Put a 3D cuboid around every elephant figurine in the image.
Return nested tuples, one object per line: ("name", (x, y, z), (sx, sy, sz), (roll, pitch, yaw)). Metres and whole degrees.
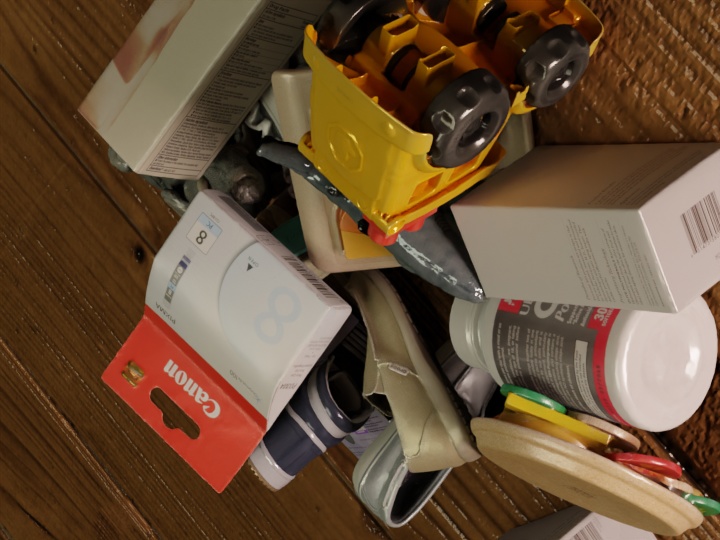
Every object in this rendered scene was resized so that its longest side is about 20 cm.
("elephant figurine", (-0.130, -0.082, 1.650), (0.200, 0.155, 0.142), (45, 122, 29))

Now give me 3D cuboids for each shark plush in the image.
("shark plush", (0.018, -0.052, 1.373), (0.091, 0.083, 0.200), (-38, 113, 26))

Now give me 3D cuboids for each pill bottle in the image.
("pill bottle", (0.163, 0.052, 1.388), (0.199, 0.111, 0.111), (11, 127, 50))

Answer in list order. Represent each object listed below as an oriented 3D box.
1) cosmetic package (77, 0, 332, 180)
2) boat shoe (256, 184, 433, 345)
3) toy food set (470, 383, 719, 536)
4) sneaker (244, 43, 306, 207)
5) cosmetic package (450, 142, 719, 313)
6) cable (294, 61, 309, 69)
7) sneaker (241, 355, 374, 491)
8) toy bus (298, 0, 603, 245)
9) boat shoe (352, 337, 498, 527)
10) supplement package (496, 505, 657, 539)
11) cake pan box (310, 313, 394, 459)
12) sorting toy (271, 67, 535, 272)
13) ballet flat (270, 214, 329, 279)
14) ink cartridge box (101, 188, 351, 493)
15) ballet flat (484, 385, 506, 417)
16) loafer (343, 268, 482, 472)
("cosmetic package", (-0.128, -0.179, 1.498), (0.087, 0.103, 0.200), (46, 107, 21))
("boat shoe", (0.000, 0.000, 1.611), (0.200, 0.072, 0.072), (44, 164, -5))
("toy food set", (0.179, 0.150, 1.402), (0.199, 0.049, 0.198), (24, 170, 7))
("sneaker", (-0.031, -0.107, 1.562), (0.200, 0.075, 0.081), (54, 138, 1))
("cosmetic package", (0.173, -0.035, 1.300), (0.200, 0.107, 0.085), (4, 122, 55))
("cable", (0.008, -0.158, 1.463), (0.200, 0.050, 0.097), (-44, 69, 34))
("sneaker", (-0.050, 0.108, 1.600), (0.070, 0.108, 0.200), (48, -169, -21))
("toy bus", (0.056, -0.112, 1.295), (0.136, 0.200, 0.193), (43, 145, 25))
("boat shoe", (0.074, 0.133, 1.539), (0.070, 0.201, 0.072), (25, -163, -43))
("supplement package", (0.170, 0.288, 1.586), (0.120, 0.121, 0.200), (55, 149, 1))
("cake pan box", (-0.015, 0.099, 1.671), (0.184, 0.052, 0.200), (44, 163, -6))
("sorting toy", (0.039, -0.080, 1.421), (0.199, 0.037, 0.186), (-3, 124, 12))
("ballet flat", (0.011, -0.047, 1.518), (0.199, 0.068, 0.062), (-26, 139, 23))
("ink cartridge box", (-0.123, 0.059, 1.512), (0.160, 0.047, 0.200), (41, 103, 22))
("ballet flat", (0.149, 0.114, 1.538), (0.057, 0.067, 0.200), (21, 157, -19))
("loafer", (0.029, 0.080, 1.491), (0.201, 0.068, 0.076), (61, -175, 30))
